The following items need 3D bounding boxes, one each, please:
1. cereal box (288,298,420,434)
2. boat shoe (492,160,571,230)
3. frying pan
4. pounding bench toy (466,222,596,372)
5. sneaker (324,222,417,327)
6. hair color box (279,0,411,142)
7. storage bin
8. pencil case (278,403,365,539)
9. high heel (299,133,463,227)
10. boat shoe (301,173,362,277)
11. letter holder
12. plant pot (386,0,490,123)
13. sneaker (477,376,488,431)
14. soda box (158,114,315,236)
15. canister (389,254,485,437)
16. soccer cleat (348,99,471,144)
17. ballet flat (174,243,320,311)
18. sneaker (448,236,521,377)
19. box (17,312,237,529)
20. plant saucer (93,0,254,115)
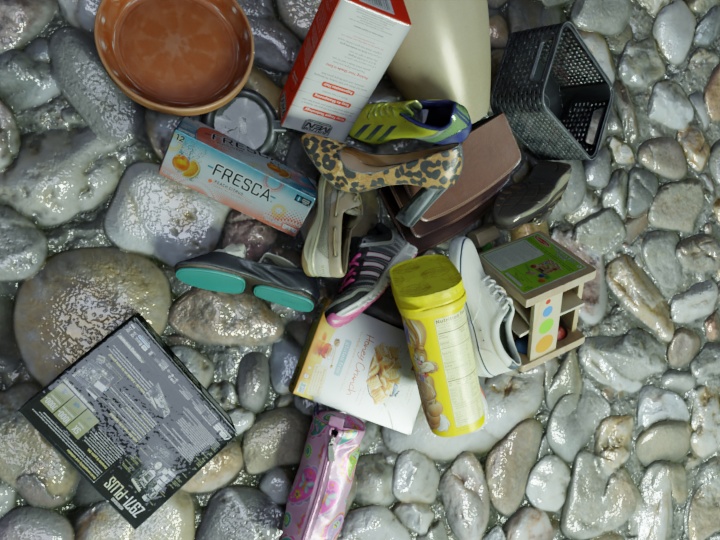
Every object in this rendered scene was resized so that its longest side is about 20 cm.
[{"bbox_3d":[0.009,0.144,0.833,0.198,0.039,0.146,23,80,-18],"label":"cereal box"},{"bbox_3d":[0.280,-0.107,0.895,0.199,0.074,0.074,-35,131,-32],"label":"boat shoe"},{"bbox_3d":[-0.134,-0.189,0.791,0.188,0.031,0.116,19,85,-16],"label":"frying pan"},{"bbox_3d":[0.245,0.033,0.884,0.123,0.200,0.157,-20,128,-16],"label":"pounding bench toy"},{"bbox_3d":[0.000,0.000,0.799,0.088,0.074,0.200,46,53,-1],"label":"sneaker"},{"bbox_3d":[-0.027,-0.269,0.731,0.100,0.200,0.062,9,52,-27],"label":"hair color box"},{"bbox_3d":[0.304,-0.272,0.876,0.199,0.093,0.137,25,81,-43],"label":"storage bin"},{"bbox_3d":[-0.053,0.298,0.785,0.086,0.087,0.203,17,88,-19],"label":"pencil case"},{"bbox_3d":[0.028,-0.154,0.713,0.199,0.143,0.072,31,46,-10],"label":"high heel"},{"bbox_3d":[-0.026,-0.083,0.782,0.064,0.072,0.202,5,66,20],"label":"boat shoe"},{"bbox_3d":[0.147,-0.124,0.853,0.199,0.100,0.143,-32,102,-17],"label":"letter holder"},{"bbox_3d":[0.116,-0.313,0.813,0.186,0.187,0.202,-34,115,-16],"label":"plant pot"},{"bbox_3d":[0.159,0.145,0.874,0.076,0.082,0.203,-1,97,12],"label":"sneaker"},{"bbox_3d":[-0.160,-0.125,0.748,0.198,0.064,0.069,25,117,-19],"label":"soda box"},{"bbox_3d":[0.103,0.098,0.744,0.085,0.149,0.202,-14,107,0],"label":"canister"},{"bbox_3d":[0.058,-0.217,0.782,0.084,0.198,0.066,31,72,-61],"label":"soccer cleat"},{"bbox_3d":[-0.150,0.003,0.768,0.198,0.073,0.074,15,85,-13],"label":"ballet flat"},{"bbox_3d":[0.180,0.046,0.788,0.073,0.070,0.203,-10,85,-55],"label":"sneaker"},{"bbox_3d":[-0.282,0.183,0.704,0.164,0.086,0.201,-42,103,-15],"label":"box"},{"bbox_3d":[-0.241,-0.299,0.734,0.198,0.032,0.203,4,78,-17],"label":"plant saucer"}]
